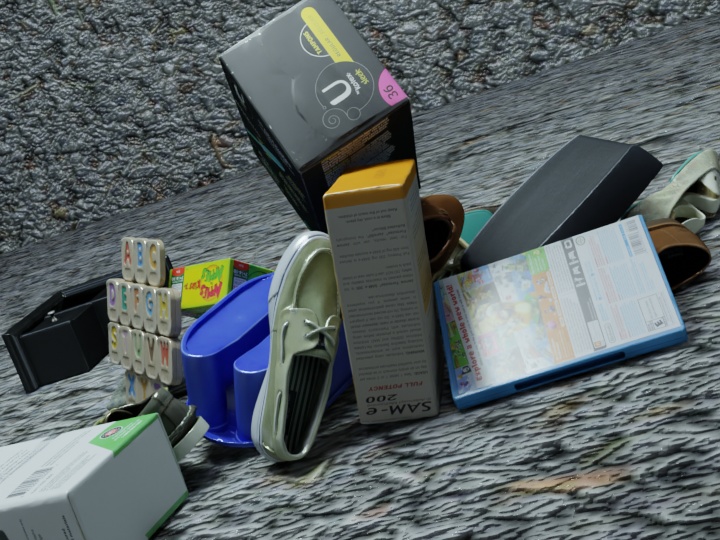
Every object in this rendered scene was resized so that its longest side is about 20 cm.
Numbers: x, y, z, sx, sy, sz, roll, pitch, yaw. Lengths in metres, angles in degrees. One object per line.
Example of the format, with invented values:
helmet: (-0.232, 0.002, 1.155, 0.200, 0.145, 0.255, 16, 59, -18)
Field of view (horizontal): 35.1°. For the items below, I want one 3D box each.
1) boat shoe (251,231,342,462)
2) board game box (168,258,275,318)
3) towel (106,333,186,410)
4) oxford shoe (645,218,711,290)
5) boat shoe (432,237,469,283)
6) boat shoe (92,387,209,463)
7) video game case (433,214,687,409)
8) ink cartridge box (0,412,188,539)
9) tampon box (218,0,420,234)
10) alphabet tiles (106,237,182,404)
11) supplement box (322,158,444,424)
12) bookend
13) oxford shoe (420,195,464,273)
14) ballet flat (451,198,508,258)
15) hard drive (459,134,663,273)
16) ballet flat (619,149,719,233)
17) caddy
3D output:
boat shoe: (-0.044, 0.067, 0.983, 0.071, 0.204, 0.062, 12, -6, -30)
board game box: (-0.102, 0.036, 1.246, 0.101, 0.049, 0.198, -9, -18, 42)
towel: (-0.201, 0.109, 1.396, 0.190, 0.035, 0.200, -22, 14, 10)
oxford shoe: (0.226, 0.007, 1.036, 0.197, 0.072, 0.071, -23, 21, -7)
boat shoe: (0.100, 0.003, 1.257, 0.072, 0.064, 0.200, -19, 13, 0)
boat shoe: (-0.215, 0.154, 1.067, 0.201, 0.060, 0.072, -25, 21, 49)
video game case: (0.166, 0.034, 0.981, 0.197, 0.018, 0.144, -18, 42, 11)
ink cartridge box: (-0.269, 0.203, 0.961, 0.197, 0.085, 0.146, -15, 14, 26)
tampon box: (-0.034, -0.142, 1.120, 0.125, 0.151, 0.200, -34, -19, -7)
alphabet tiles: (-0.240, 0.064, 1.248, 0.014, 0.200, 0.199, -3, 5, -31)
supplement box: (0.024, 0.015, 0.999, 0.072, 0.204, 0.126, -7, 13, 9)
bookend: (-0.382, 0.075, 1.661, 0.196, 0.093, 0.200, -17, 14, 15)
oxford shoe: (0.074, -0.035, 1.152, 0.071, 0.072, 0.200, -32, 7, 32)
ballet flat: (0.169, -0.050, 1.407, 0.197, 0.069, 0.067, -18, -8, -11)
hard drive: (0.190, -0.054, 1.122, 0.200, 0.042, 0.135, -46, 25, -8)
ballet flat: (0.345, -0.066, 1.205, 0.062, 0.068, 0.199, 26, 45, 34)
caddy: (-0.085, 0.090, 1.099, 0.139, 0.107, 0.200, 12, 35, 31)
